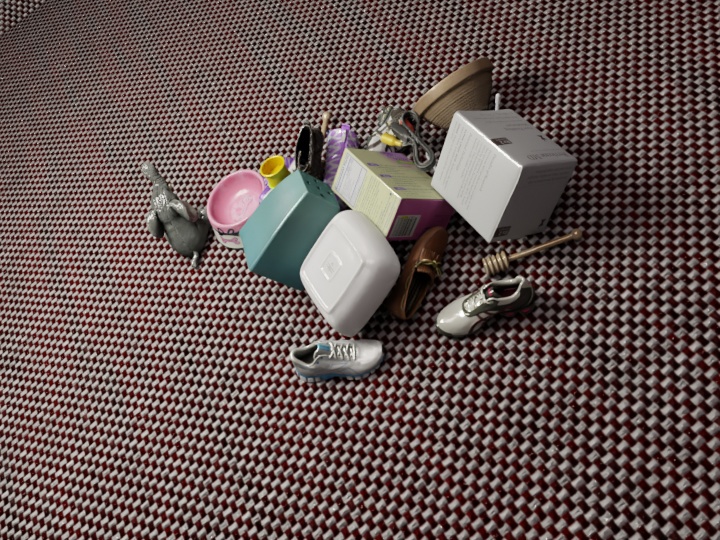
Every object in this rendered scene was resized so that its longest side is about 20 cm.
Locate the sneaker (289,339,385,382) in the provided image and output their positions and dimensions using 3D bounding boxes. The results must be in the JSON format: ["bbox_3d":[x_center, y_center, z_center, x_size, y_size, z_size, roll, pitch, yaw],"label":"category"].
[{"bbox_3d":[-0.049,0.168,1.207,0.194,0.087,0.077,-14,54,14],"label":"sneaker"}]

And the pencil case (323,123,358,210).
[{"bbox_3d":[-0.044,-0.241,1.447,0.081,0.086,0.206,10,61,-15],"label":"pencil case"}]

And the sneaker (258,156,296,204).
[{"bbox_3d":[-0.201,-0.203,1.453,0.081,0.082,0.202,14,38,6],"label":"sneaker"}]

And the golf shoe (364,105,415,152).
[{"bbox_3d":[0.071,-0.300,1.440,0.092,0.078,0.205,8,65,26],"label":"golf shoe"}]

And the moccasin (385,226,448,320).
[{"bbox_3d":[0.122,0.005,1.228,0.077,0.074,0.204,13,64,54],"label":"moccasin"}]

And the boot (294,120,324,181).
[{"bbox_3d":[-0.121,-0.229,1.375,0.067,0.174,0.207,3,105,2],"label":"boot"}]

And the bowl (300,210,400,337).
[{"bbox_3d":[-0.036,-0.002,1.198,0.201,0.074,0.201,-53,50,20],"label":"bowl"}]

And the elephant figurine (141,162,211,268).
[{"bbox_3d":[-0.457,-0.134,1.490,0.152,0.201,0.144,20,69,31],"label":"elephant figurine"}]

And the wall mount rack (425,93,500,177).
[{"bbox_3d":[0.224,-0.279,1.297,0.198,0.173,0.076,-36,94,-21],"label":"wall mount rack"}]

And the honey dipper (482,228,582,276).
[{"bbox_3d":[0.334,-0.037,1.198,0.195,0.038,0.039,-19,55,7],"label":"honey dipper"}]

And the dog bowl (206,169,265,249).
[{"bbox_3d":[-0.289,-0.157,1.511,0.194,0.074,0.205,-10,58,17],"label":"dog bowl"}]

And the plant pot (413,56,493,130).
[{"bbox_3d":[0.222,-0.376,1.383,0.197,0.201,0.094,-30,90,4],"label":"plant pot"}]

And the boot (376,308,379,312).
[{"bbox_3d":[0.000,0.000,1.272,0.168,0.076,0.202,43,103,38],"label":"boot"}]

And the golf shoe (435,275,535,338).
[{"bbox_3d":[0.226,0.059,1.153,0.195,0.088,0.079,-22,56,11],"label":"golf shoe"}]

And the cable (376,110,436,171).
[{"bbox_3d":[0.118,-0.280,1.346,0.096,0.051,0.201,-35,53,-6],"label":"cable"}]

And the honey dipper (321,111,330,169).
[{"bbox_3d":[-0.097,-0.313,1.533,0.037,0.038,0.205,-2,61,21],"label":"honey dipper"}]

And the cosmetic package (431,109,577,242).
[{"bbox_3d":[0.271,-0.187,1.194,0.161,0.168,0.201,-12,45,-33],"label":"cosmetic package"}]

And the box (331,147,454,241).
[{"bbox_3d":[0.069,-0.158,1.284,0.200,0.173,0.098,47,126,35],"label":"box"}]

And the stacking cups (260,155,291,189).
[{"bbox_3d":[-0.152,-0.161,1.373,0.059,0.202,0.062,-13,48,16],"label":"stacking cups"}]

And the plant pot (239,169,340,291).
[{"bbox_3d":[-0.139,-0.094,1.307,0.201,0.139,0.143,-51,38,22],"label":"plant pot"}]
